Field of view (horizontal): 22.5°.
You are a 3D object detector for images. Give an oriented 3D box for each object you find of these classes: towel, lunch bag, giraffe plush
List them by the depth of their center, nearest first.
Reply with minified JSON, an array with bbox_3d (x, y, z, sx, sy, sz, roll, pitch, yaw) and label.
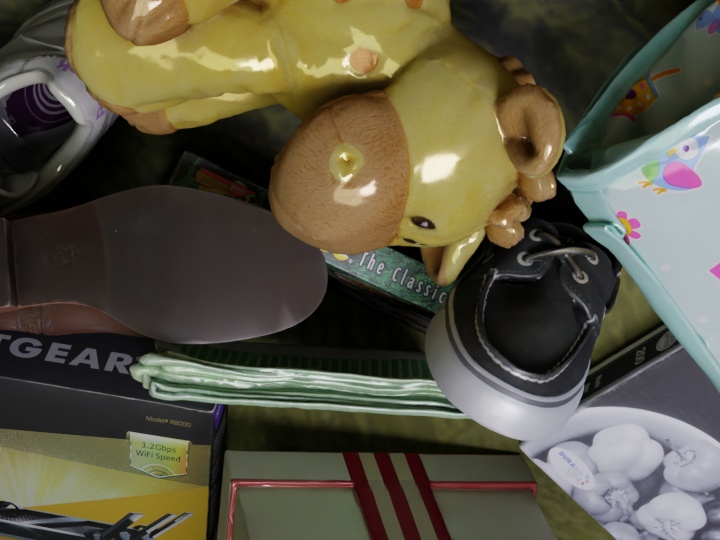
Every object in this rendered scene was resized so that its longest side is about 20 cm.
[{"bbox_3d":[0.001,-0.073,0.723,0.200,0.173,0.162,-28,78,3],"label":"giraffe plush"},{"bbox_3d":[0.195,-0.042,0.733,0.200,0.122,0.170,-40,114,0],"label":"lunch bag"},{"bbox_3d":[-0.026,0.046,0.825,0.152,0.200,0.023,5,89,-5],"label":"towel"}]

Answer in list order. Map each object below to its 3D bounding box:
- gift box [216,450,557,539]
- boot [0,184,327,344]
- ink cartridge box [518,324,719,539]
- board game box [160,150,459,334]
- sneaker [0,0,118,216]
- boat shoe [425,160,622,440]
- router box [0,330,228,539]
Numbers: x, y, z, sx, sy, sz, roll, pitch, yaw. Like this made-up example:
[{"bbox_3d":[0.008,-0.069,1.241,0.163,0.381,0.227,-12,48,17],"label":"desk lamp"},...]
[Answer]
[{"bbox_3d":[0.002,0.205,0.914,0.184,0.187,0.201,7,113,-14],"label":"gift box"},{"bbox_3d":[-0.107,0.005,0.837,0.186,0.200,0.064,4,85,0],"label":"boot"},{"bbox_3d":[0.217,0.093,0.905,0.200,0.043,0.198,-36,112,28],"label":"ink cartridge box"},{"bbox_3d":[0.000,0.000,0.847,0.200,0.105,0.024,25,86,-9],"label":"board game box"},{"bbox_3d":[-0.184,-0.055,0.835,0.200,0.100,0.075,-33,110,29],"label":"sneaker"},{"bbox_3d":[0.077,0.003,0.773,0.069,0.200,0.057,27,117,2],"label":"boat shoe"},{"bbox_3d":[-0.173,0.104,0.975,0.199,0.052,0.158,9,126,4],"label":"router box"}]
